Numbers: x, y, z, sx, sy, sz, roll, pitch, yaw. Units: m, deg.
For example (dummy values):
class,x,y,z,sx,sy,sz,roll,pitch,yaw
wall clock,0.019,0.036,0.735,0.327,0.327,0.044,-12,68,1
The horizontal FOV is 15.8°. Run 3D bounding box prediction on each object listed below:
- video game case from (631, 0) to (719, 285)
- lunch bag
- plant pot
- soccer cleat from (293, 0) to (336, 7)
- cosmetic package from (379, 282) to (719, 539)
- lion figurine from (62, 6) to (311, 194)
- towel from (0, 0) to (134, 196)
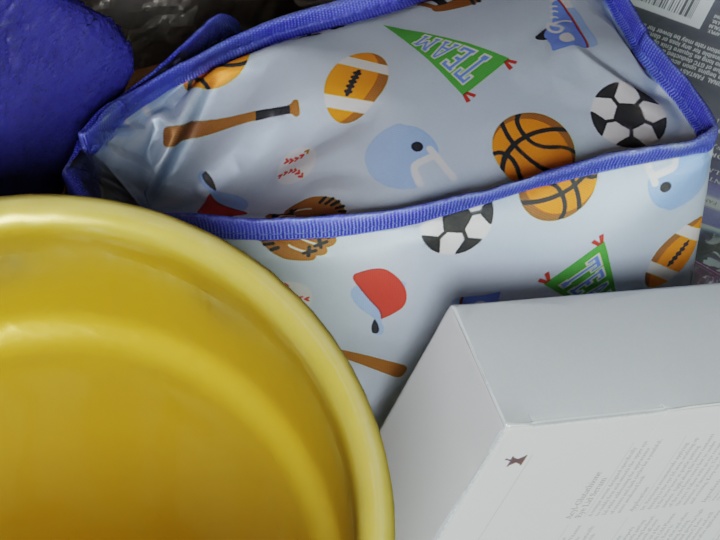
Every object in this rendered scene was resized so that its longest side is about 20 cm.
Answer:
class,x,y,z,sx,sy,sz,roll,pitch,yaw
video game case,0.125,-0.028,0.935,0.142,0.019,0.201,19,138,-5
lunch bag,0.000,0.000,0.858,0.199,0.124,0.171,-18,138,-15
plant pot,-0.089,0.110,0.768,0.200,0.201,0.189,-24,154,-12
soccer cleat,0.021,-0.109,0.897,0.085,0.069,0.200,-21,157,19
cosmetic package,0.067,0.084,0.856,0.150,0.052,0.200,-6,144,-29
lion figurine,-0.090,-0.017,0.929,0.122,0.073,0.201,4,119,-32
towel,-0.166,-0.016,0.771,0.201,0.049,0.147,-56,144,2
